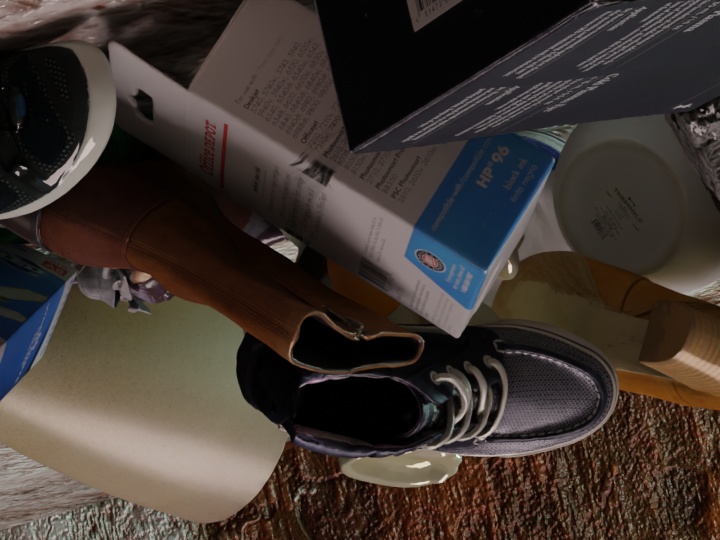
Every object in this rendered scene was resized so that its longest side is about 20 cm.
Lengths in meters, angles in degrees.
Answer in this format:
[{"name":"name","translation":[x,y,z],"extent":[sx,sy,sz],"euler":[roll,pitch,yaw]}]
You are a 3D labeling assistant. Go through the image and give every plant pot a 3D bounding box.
[{"name":"plant pot","translation":[-0.174,0.066,1.738],"extent":[0.199,0.189,0.187],"euler":[11,157,-39]}]

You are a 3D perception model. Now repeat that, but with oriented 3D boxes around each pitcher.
[{"name":"pitcher","translation":[0.208,-0.036,1.522],"extent":[0.121,0.172,0.200],"euler":[-46,168,29]}]

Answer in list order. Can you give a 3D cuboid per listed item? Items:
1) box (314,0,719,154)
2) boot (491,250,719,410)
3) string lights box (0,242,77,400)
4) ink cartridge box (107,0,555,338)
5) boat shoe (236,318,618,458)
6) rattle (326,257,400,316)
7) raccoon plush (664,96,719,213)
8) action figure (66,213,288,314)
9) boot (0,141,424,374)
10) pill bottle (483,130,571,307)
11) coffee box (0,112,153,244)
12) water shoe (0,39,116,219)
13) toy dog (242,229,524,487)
[{"name":"box","translation":[0.104,-0.131,1.053],"extent":[0.181,0.105,0.200],"euler":[-8,170,-30]},{"name":"boot","translation":[0.175,0.049,1.435],"extent":[0.144,0.071,0.201],"euler":[24,174,-32]},{"name":"string lights box","translation":[-0.222,0.024,1.348],"extent":[0.102,0.059,0.200],"euler":[24,-167,0]},{"name":"ink cartridge box","translation":[-0.017,-0.060,1.207],"extent":[0.068,0.199,0.116],"euler":[-57,175,-17]},{"name":"boat shoe","translation":[0.043,0.066,1.281],"extent":[0.199,0.075,0.093],"euler":[2,-167,-14]},{"name":"rattle","translation":[0.060,-0.070,1.265],"extent":[0.199,0.144,0.130],"euler":[-9,144,36]},{"name":"raccoon plush","translation":[0.228,-0.088,1.326],"extent":[0.134,0.097,0.200],"euler":[-29,129,2]},{"name":"action figure","translation":[-0.081,-0.021,1.533],"extent":[0.199,0.070,0.130],"euler":[-15,179,0]},{"name":"boot","translation":[-0.051,-0.008,1.258],"extent":[0.199,0.069,0.188],"euler":[24,-176,29]},{"name":"pill bottle","translation":[0.096,-0.027,1.636],"extent":[0.119,0.120,0.200],"euler":[-16,-177,16]},{"name":"coffee box","translation":[-0.168,-0.048,1.364],"extent":[0.122,0.044,0.200],"euler":[-17,171,28]},{"name":"water shoe","translation":[-0.201,-0.053,1.185],"extent":[0.199,0.072,0.079],"euler":[-19,168,30]},{"name":"toy dog","translation":[0.000,0.000,1.417],"extent":[0.193,0.201,0.140],"euler":[5,149,-30]}]
